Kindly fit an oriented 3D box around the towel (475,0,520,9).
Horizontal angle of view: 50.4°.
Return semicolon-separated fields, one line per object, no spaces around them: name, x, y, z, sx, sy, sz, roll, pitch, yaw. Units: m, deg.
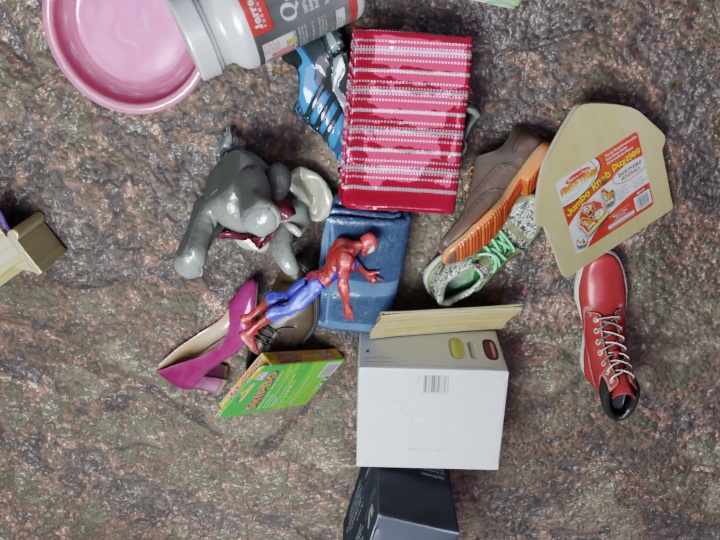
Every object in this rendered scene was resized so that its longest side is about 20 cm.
towel;0.103;-0.389;0.861;0.194;0.031;0.153;10;113;-4

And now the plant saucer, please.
plant saucer;-0.266;-0.290;0.894;0.194;0.051;0.206;0;114;0

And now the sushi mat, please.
sushi mat;0.110;0.066;1.008;0.194;0.096;0.012;-3;71;-12

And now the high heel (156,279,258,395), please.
high heel;-0.207;0.084;1.043;0.094;0.068;0.202;19;125;-17

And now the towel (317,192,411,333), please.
towel;0.000;0.000;0.986;0.108;0.049;0.203;7;130;-4

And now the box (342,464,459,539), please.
box;0.049;0.366;1.086;0.114;0.201;0.201;14;113;-6

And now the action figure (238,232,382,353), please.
action figure;-0.044;0.036;0.927;0.199;0.066;0.099;-39;117;13

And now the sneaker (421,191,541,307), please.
sneaker;0.165;-0.016;0.985;0.077;0.089;0.200;41;107;-16

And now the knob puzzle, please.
knob puzzle;0.291;-0.118;0.948;0.214;0.030;0.225;-9;116;-18

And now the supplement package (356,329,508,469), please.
supplement package;0.092;0.174;1.053;0.194;0.111;0.160;1;114;-1

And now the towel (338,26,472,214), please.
towel;0.050;-0.169;0.877;0.140;0.023;0.206;5;101;0

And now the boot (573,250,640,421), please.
boot;0.328;0.084;0.997;0.070;0.145;0.205;-6;112;5

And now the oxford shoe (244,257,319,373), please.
oxford shoe;-0.107;0.078;1.007;0.072;0.084;0.204;29;121;20

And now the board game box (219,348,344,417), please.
board game box;-0.104;0.147;1.012;0.030;0.199;0.096;48;108;20

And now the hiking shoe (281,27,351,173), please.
hiking shoe;-0.037;-0.190;0.930;0.084;0.074;0.205;-10;103;13

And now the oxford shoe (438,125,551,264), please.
oxford shoe;0.154;-0.092;0.939;0.073;0.072;0.200;39;77;18

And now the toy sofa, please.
toy sofa;-0.496;-0.002;0.998;0.197;0.083;0.099;-32;105;13

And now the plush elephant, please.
plush elephant;-0.120;-0.065;0.940;0.163;0.203;0.154;-31;133;27

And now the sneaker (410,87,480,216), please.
sneaker;0.079;-0.132;0.933;0.076;0.082;0.203;19;113;-24

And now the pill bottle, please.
pill bottle;-0.102;-0.292;0.830;0.197;0.116;0.118;-28;112;-7
